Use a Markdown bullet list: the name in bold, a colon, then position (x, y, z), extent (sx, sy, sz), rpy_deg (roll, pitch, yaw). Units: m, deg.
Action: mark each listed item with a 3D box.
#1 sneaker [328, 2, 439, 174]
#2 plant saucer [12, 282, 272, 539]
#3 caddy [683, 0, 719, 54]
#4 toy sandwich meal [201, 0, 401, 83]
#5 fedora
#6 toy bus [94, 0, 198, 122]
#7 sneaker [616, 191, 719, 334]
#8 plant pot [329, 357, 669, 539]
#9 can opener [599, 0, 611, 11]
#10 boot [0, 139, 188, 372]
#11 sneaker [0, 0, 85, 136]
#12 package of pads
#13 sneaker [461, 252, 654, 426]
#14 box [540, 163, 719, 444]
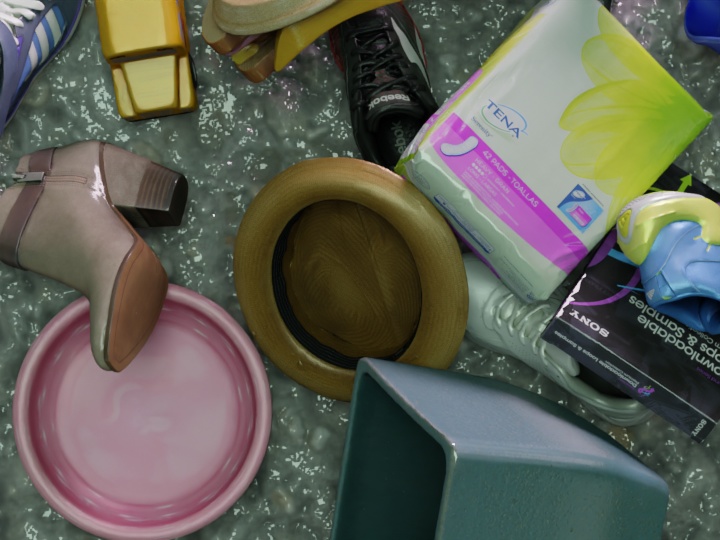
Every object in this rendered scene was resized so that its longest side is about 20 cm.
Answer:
- **sneaker**: position (0.021, -0.144, 1.702), extent (0.071, 0.098, 0.201), rpy_deg (-16, 82, 2)
- **plant saucer**: position (-0.166, 0.110, 1.709), extent (0.200, 0.051, 0.201), rpy_deg (0, 85, 3)
- **caddy**: position (0.318, -0.217, 1.653), extent (0.105, 0.200, 0.142), rpy_deg (33, 87, -18)
- **toy sandwich meal**: position (-0.030, -0.221, 1.677), extent (0.205, 0.205, 0.070), rpy_deg (-36, 120, -1)
- **fedora**: position (0.000, 0.000, 1.681), extent (0.200, 0.082, 0.201), rpy_deg (7, 114, 15)
- **toy bus**: position (-0.174, -0.222, 1.726), extent (0.065, 0.078, 0.200), rpy_deg (-9, 84, 1)
- **sneaker**: position (0.282, 0.002, 1.626), extent (0.200, 0.076, 0.105), rpy_deg (2, 67, -19)
- **plant pot**: position (0.107, 0.187, 1.609), extent (0.200, 0.196, 0.197), rpy_deg (3, 105, -22)
- **can opener**: position (0.173, -0.194, 1.717), extent (0.063, 0.079, 0.200), rpy_deg (9, 93, -22)
- **boot**: position (-0.220, -0.014, 1.685), extent (0.146, 0.070, 0.200), rpy_deg (4, 53, 20)
- **sneaker**: position (-0.276, -0.193, 1.693), extent (0.080, 0.146, 0.200), rpy_deg (26, 86, 4)
- **package of pads**: position (0.140, -0.097, 1.646), extent (0.155, 0.068, 0.200), rpy_deg (46, 76, -5)
- **sneaker**: position (0.147, 0.045, 1.677), extent (0.200, 0.099, 0.078), rpy_deg (30, 88, 5)
- **box**: position (0.240, 0.018, 1.657), extent (0.143, 0.036, 0.200), rpy_deg (33, 53, 4)
